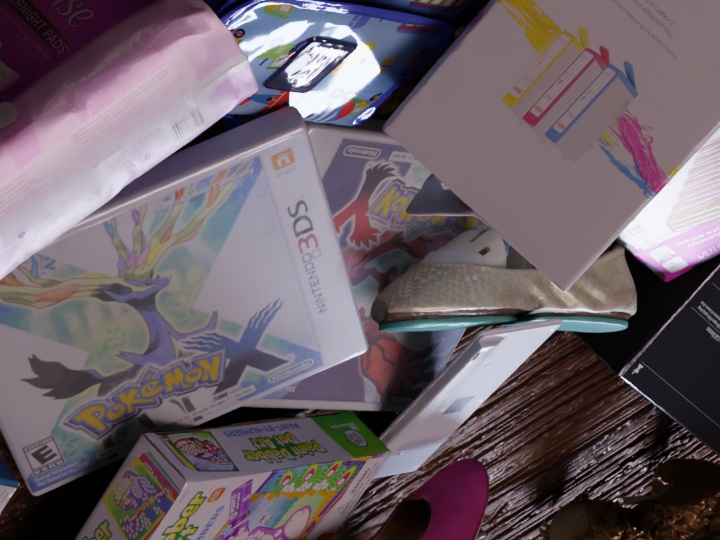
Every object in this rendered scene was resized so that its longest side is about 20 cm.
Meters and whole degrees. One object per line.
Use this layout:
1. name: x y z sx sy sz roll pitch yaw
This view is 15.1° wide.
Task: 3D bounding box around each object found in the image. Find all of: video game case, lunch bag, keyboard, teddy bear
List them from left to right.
1. video game case: -0.104 0.019 1.393 0.199 0.022 0.183 -23 139 -6
2. lunch bag: -0.021 -0.144 1.315 0.150 0.094 0.200 -1 138 -44
3. video game case: 0.000 0.000 1.505 0.199 0.023 0.183 4 122 -45
4. keyboard: 0.049 0.078 1.564 0.056 0.011 0.200 -15 160 -32
5. teddy bear: 0.216 0.171 1.769 0.199 0.145 0.067 -19 108 -28

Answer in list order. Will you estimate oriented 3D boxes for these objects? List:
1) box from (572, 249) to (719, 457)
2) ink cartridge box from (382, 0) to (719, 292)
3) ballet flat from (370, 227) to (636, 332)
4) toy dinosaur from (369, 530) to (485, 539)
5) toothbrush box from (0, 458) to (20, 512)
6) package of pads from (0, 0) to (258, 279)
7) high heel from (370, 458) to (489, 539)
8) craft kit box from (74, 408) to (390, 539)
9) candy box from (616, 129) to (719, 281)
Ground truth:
1. box: 0.226 0.027 1.694 0.141 0.079 0.200 -49 143 3
2. ink cartridge box: 0.114 -0.097 1.363 0.200 0.125 0.129 -48 -179 22
3. ballet flat: 0.078 0.004 1.523 0.199 0.067 0.063 1 84 -46
4. toy dinosaur: 0.013 0.247 1.689 0.199 0.105 0.182 -28 126 -6
5. toothbrush box: -0.288 0.119 1.300 0.200 0.085 0.147 19 111 -48
6. package of pads: -0.157 -0.072 1.211 0.200 0.121 0.076 -37 142 -9
7. high heel: 0.000 0.157 1.558 0.096 0.067 0.200 50 51 -16
8. craft kit box: -0.098 0.170 1.518 0.197 0.049 0.200 -1 130 -54
9. candy box: 0.177 -0.081 1.517 0.136 0.061 0.200 -29 144 21
